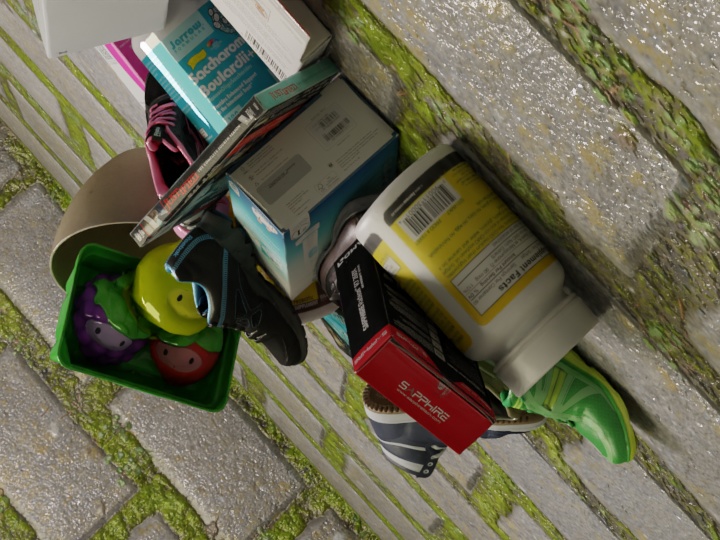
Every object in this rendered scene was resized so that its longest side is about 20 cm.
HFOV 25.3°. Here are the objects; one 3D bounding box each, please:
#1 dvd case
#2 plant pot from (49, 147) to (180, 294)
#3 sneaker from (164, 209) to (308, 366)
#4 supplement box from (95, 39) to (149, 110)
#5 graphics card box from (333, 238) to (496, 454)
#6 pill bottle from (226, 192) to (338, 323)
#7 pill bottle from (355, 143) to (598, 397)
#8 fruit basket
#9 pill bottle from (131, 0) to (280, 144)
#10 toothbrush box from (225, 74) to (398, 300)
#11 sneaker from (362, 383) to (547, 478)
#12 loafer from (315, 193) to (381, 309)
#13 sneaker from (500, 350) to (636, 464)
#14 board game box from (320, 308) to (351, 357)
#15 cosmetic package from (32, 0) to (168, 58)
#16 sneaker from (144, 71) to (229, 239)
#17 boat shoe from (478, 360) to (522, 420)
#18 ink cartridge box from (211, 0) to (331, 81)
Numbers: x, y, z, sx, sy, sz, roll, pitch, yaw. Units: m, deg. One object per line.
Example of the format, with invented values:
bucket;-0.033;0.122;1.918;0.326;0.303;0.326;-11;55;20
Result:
dvd case;-0.114;-0.108;1.461;0.022;0.146;0.200;47;124;3
plant pot;-0.235;-0.053;1.759;0.201;0.197;0.136;68;-161;-56
sneaker;-0.123;0.032;1.602;0.073;0.082;0.201;29;157;54
supplement box;-0.196;-0.214;1.739;0.201;0.103;0.101;53;167;-16
graphics card box;0.043;0.057;1.373;0.125;0.051;0.201;38;-162;-23
pill bottle;-0.087;-0.049;1.701;0.109;0.108;0.203;18;122;66
pill bottle;0.099;0.002;1.353;0.200;0.114;0.114;48;167;6
fruit basket;-0.208;0.050;1.676;0.213;0.158;0.216;10;164;3
pill bottle;-0.149;-0.211;1.575;0.201;0.111;0.111;50;167;-8
toothbrush box;-0.043;-0.074;1.539;0.085;0.146;0.200;45;168;14
sneaker;0.106;0.167;1.707;0.197;0.071;0.109;2;134;15
loafer;0.000;0.000;1.540;0.201;0.071;0.064;104;151;-62
sneaker;0.173;0.109;1.484;0.200;0.083;0.074;46;167;11
board game box;0.012;0.080;1.802;0.200;0.028;0.136;35;162;48
cosmetic package;-0.249;-0.321;1.418;0.199;0.121;0.203;139;116;-78
sneaker;-0.186;-0.133;1.610;0.095;0.078;0.202;41;-150;-59
boat shoe;0.091;0.092;1.543;0.198;0.069;0.074;19;160;-32
ink cartridge box;-0.105;-0.267;1.413;0.200;0.045;0.176;49;168;-1
